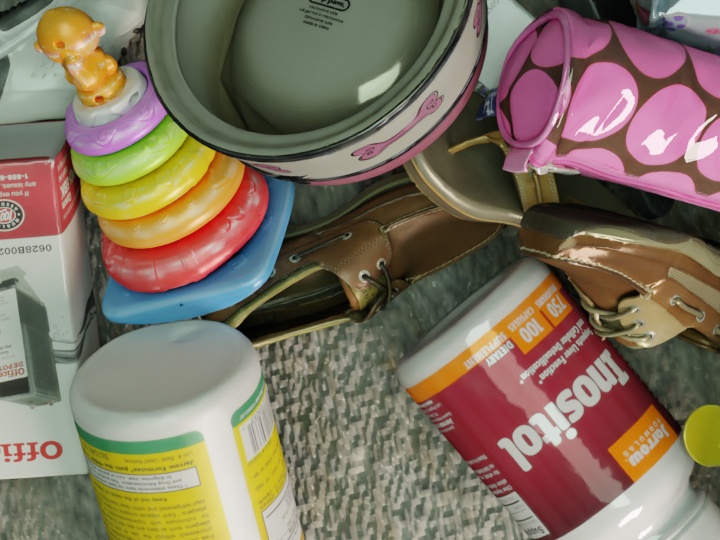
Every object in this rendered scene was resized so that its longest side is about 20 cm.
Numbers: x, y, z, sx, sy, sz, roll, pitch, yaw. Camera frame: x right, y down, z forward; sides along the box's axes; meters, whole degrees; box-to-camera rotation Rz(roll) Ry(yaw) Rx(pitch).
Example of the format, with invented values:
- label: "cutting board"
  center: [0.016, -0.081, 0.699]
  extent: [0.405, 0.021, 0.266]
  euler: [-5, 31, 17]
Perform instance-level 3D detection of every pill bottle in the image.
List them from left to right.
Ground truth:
- label: "pill bottle"
  center: [-0.095, 0.139, 1.613]
  extent: [0.113, 0.113, 0.200]
  euler: [-12, 119, 3]
- label: "pill bottle"
  center: [0.124, 0.099, 1.623]
  extent: [0.113, 0.113, 0.200]
  euler: [-40, 93, 5]

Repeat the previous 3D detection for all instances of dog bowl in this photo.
- label: "dog bowl"
  center: [-0.017, -0.136, 1.539]
  extent: [0.200, 0.074, 0.200]
  euler: [-11, 62, 20]

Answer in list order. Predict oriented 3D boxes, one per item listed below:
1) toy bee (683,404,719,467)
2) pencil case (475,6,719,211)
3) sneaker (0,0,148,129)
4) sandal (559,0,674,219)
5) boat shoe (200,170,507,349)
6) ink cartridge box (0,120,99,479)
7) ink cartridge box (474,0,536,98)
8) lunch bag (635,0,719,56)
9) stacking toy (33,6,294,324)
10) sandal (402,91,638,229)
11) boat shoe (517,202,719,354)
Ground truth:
- label: "toy bee"
  center: [0.237, 0.130, 1.577]
  extent: [0.131, 0.200, 0.109]
  euler: [41, 97, 8]
- label: "pencil case"
  center: [0.172, -0.081, 1.547]
  extent: [0.200, 0.091, 0.094]
  euler: [13, 80, -26]
- label: "sneaker"
  center: [-0.166, -0.141, 1.640]
  extent: [0.200, 0.074, 0.080]
  euler: [-31, 103, 11]
- label: "sandal"
  center: [0.140, -0.124, 1.632]
  extent: [0.048, 0.075, 0.200]
  euler: [-19, 87, 29]
- label: "boat shoe"
  center: [0.000, 0.000, 1.629]
  extent: [0.200, 0.068, 0.072]
  euler: [-21, 131, 11]
- label: "ink cartridge box"
  center: [-0.235, 0.022, 1.620]
  extent: [0.147, 0.083, 0.200]
  euler: [-4, 109, 3]
- label: "ink cartridge box"
  center: [0.001, -0.167, 1.634]
  extent: [0.200, 0.050, 0.109]
  euler: [40, 95, -3]
- label: "lunch bag"
  center: [0.243, -0.219, 1.582]
  extent: [0.170, 0.127, 0.200]
  euler: [4, 75, 1]
- label: "stacking toy"
  center: [-0.131, -0.075, 1.573]
  extent: [0.116, 0.110, 0.200]
  euler: [-14, 128, 23]
- label: "sandal"
  center: [0.103, -0.056, 1.594]
  extent: [0.200, 0.054, 0.080]
  euler: [30, 53, -31]
- label: "boat shoe"
  center: [0.166, 0.010, 1.583]
  extent: [0.200, 0.076, 0.074]
  euler: [14, 93, -44]
